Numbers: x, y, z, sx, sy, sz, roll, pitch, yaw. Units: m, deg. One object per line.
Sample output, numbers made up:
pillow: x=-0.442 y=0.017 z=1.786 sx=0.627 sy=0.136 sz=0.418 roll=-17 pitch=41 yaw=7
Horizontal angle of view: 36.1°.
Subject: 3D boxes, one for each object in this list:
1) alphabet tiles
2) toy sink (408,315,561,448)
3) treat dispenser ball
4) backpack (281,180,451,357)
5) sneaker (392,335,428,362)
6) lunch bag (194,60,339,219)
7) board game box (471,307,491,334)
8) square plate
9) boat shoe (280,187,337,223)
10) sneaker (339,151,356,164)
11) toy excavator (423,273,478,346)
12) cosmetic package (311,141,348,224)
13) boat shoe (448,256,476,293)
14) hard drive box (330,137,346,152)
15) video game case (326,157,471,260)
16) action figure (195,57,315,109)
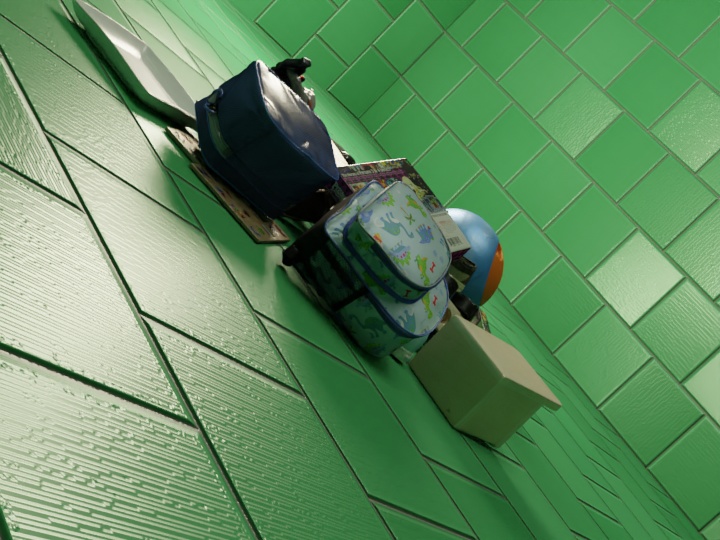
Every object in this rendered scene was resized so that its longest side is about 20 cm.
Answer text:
alphabet tiles: x=-0.179 y=-0.112 z=1.473 sx=0.200 sy=0.008 sz=0.167 roll=48 pitch=9 yaw=6
toy sink: x=0.183 y=0.172 z=1.621 sx=0.199 sy=0.112 sz=0.131 roll=28 pitch=20 yaw=-51
treat dispenser ball: x=0.174 y=-0.016 z=2.110 sx=0.201 sy=0.201 sz=0.201 roll=45 pitch=9 yaw=-9
backpack: x=0.030 y=-0.002 z=1.443 sx=0.201 sy=0.146 sz=0.183 roll=55 pitch=37 yaw=-7
sneaker: x=0.028 y=0.032 z=1.583 sx=0.200 sy=0.082 sz=0.074 roll=49 pitch=8 yaw=12
lunch bag: x=-0.138 y=-0.172 z=1.493 sx=0.200 sy=0.131 sz=0.137 roll=40 pitch=26 yaw=-41
board game box: x=0.165 y=0.120 z=1.788 sx=0.024 sy=0.104 sz=0.200 roll=48 pitch=9 yaw=-5
square plate: x=-0.301 y=-0.274 z=1.528 sx=0.201 sy=0.028 sz=0.198 roll=51 pitch=10 yaw=20
boat shoe: x=-0.038 y=-0.097 z=1.655 sx=0.198 sy=0.073 sz=0.072 roll=-3 pitch=40 yaw=-40
sneaker: x=-0.047 y=-0.136 z=1.886 sx=0.090 sy=0.066 sz=0.201 roll=39 pitch=-25 yaw=28
toy excavator: x=0.062 y=0.028 z=1.770 sx=0.199 sy=0.100 sz=0.195 roll=22 pitch=-22 yaw=52
cosmetic package: x=-0.090 y=-0.167 z=1.777 sx=0.086 sy=0.104 sz=0.201 roll=19 pitch=24 yaw=-29
boat shoe: x=0.119 y=-0.038 z=1.773 sx=0.073 sy=0.065 sz=0.200 roll=43 pitch=0 yaw=45
hard drive box: x=-0.138 y=-0.262 z=2.032 sx=0.155 sy=0.077 sz=0.200 roll=40 pitch=5 yaw=28
video game case: x=0.057 y=-0.083 z=1.648 sx=0.199 sy=0.036 sz=0.182 roll=-15 pitch=65 yaw=-54
action figure: x=-0.157 y=-0.252 z=1.729 sx=0.199 sy=0.191 sz=0.106 roll=-24 pitch=-100 yaw=58
